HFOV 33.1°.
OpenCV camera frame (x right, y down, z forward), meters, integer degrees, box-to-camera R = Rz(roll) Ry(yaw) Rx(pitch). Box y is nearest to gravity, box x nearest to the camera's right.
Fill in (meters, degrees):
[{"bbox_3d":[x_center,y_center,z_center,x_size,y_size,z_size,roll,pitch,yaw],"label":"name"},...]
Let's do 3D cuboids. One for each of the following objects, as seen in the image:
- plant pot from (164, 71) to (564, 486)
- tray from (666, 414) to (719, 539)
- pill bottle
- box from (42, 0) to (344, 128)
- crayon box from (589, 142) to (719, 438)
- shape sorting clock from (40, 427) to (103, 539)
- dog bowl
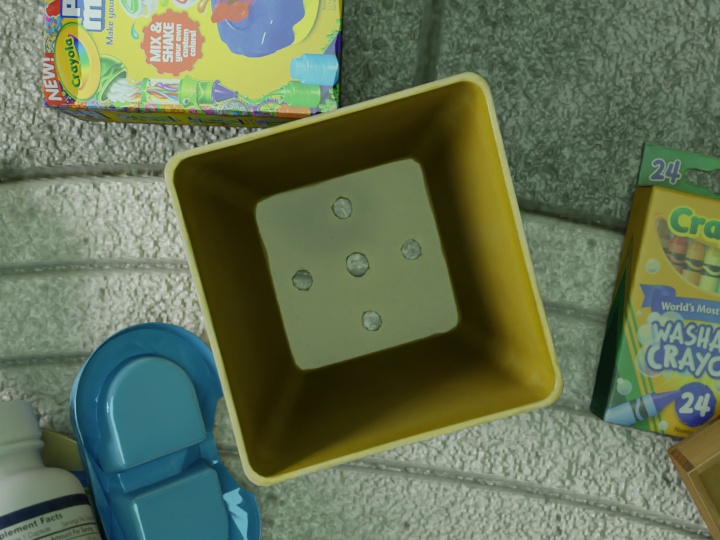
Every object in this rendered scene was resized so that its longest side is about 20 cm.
[{"bbox_3d":[0.000,0.000,0.797,0.197,0.176,0.203,-15,94,-1],"label":"plant pot"},{"bbox_3d":[0.301,0.179,0.857,0.098,0.037,0.201,-33,115,-1],"label":"tray"},{"bbox_3d":[-0.223,0.194,0.781,0.118,0.120,0.202,-23,78,-1],"label":"pill bottle"},{"bbox_3d":[-0.104,-0.201,0.811,0.189,0.122,0.204,2,93,-1],"label":"box"},{"bbox_3d":[0.248,0.019,0.870,0.124,0.052,0.203,11,92,-3],"label":"crayon box"},{"bbox_3d":[-0.247,0.210,0.868,0.196,0.039,0.204,0,92,-3],"label":"shape sorting clock"},{"bbox_3d":[-0.140,0.137,0.845,0.110,0.049,0.203,-17,95,-31],"label":"dog bowl"}]
